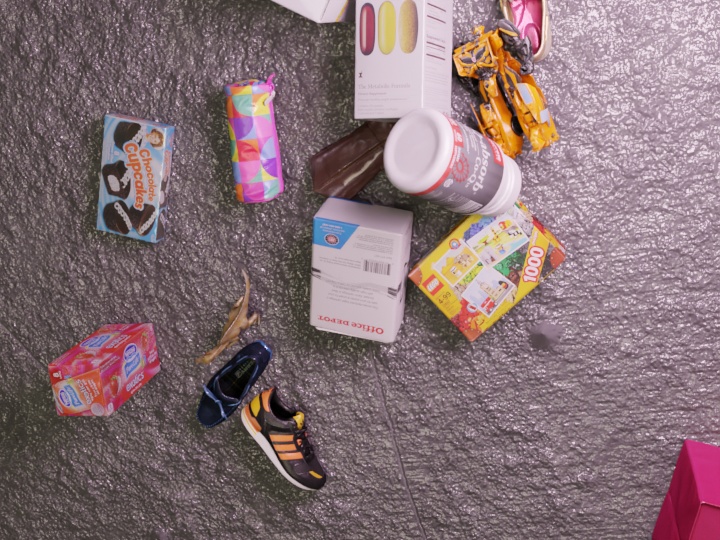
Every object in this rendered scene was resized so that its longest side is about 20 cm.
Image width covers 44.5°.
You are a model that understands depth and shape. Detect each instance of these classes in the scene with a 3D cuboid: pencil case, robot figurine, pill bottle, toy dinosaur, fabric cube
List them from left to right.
[{"bbox_3d":[-0.208,0.083,1.494,0.058,0.101,0.201,32,111,4],"label":"toy dinosaur"},{"bbox_3d":[-0.169,-0.210,1.414,0.087,0.088,0.203,0,107,14],"label":"pencil case"},{"bbox_3d":[0.134,-0.144,1.234,0.115,0.199,0.117,-11,73,40],"label":"pill bottle"},{"bbox_3d":[0.206,-0.264,1.286,0.144,0.058,0.202,-16,106,52],"label":"robot figurine"},{"bbox_3d":[0.571,0.409,1.333,0.194,0.199,0.202,14,108,9],"label":"fabric cube"}]

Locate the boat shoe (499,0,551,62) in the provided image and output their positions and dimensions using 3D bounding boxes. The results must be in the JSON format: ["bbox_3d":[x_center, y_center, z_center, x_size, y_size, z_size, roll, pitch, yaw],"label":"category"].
[{"bbox_3d":[0.235,-0.399,1.264,0.073,0.069,0.202,-14,102,17],"label":"boat shoe"}]

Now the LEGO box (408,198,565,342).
[{"bbox_3d":[0.198,-0.014,1.376,0.149,0.077,0.200,45,111,-1],"label":"LEGO box"}]

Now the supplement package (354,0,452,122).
[{"bbox_3d":[0.062,-0.318,1.266,0.112,0.109,0.203,3,97,27],"label":"supplement package"}]

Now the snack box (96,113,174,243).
[{"bbox_3d":[-0.386,-0.158,1.507,0.115,0.037,0.202,13,108,10],"label":"snack box"}]

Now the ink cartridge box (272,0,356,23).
[{"bbox_3d":[-0.067,-0.449,1.257,0.144,0.200,0.146,26,110,6],"label":"ink cartridge box"}]

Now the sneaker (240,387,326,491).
[{"bbox_3d":[-0.120,0.296,1.547,0.200,0.070,0.090,47,114,0],"label":"sneaker"}]

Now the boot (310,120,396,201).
[{"bbox_3d":[0.030,-0.148,1.388,0.199,0.064,0.188,-35,81,17],"label":"boot"}]

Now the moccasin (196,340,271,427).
[{"bbox_3d":[-0.236,0.202,1.551,0.080,0.068,0.201,35,111,3],"label":"moccasin"}]

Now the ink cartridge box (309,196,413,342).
[{"bbox_3d":[0.000,0.000,1.406,0.144,0.085,0.202,11,122,11],"label":"ink cartridge box"}]

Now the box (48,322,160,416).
[{"bbox_3d":[-0.438,0.168,1.524,0.098,0.200,0.097,-3,106,15],"label":"box"}]
